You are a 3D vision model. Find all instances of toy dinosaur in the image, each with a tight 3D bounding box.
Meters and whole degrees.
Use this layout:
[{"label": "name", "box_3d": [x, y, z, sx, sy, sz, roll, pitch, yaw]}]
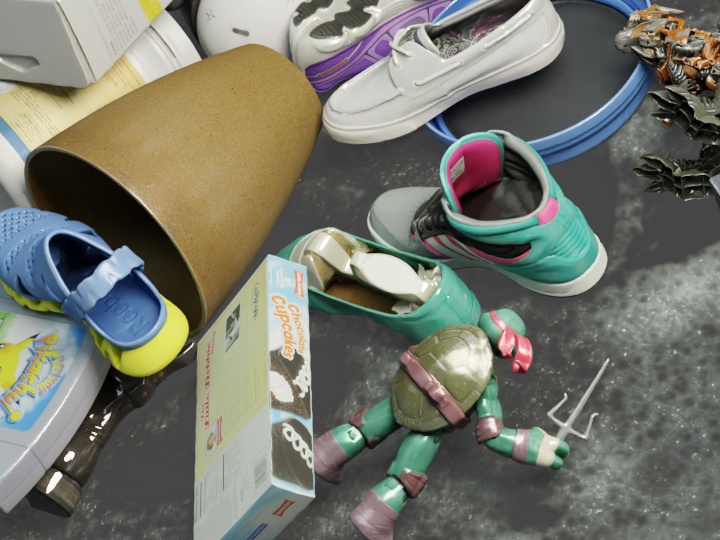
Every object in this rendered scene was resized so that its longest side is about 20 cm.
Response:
[{"label": "toy dinosaur", "box_3d": [0.265, -0.124, 1.309, 0.200, 0.102, 0.136, 18, 49, 40]}]

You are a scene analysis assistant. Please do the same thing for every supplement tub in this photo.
[{"label": "supplement tub", "box_3d": [-0.237, -0.128, 1.524, 0.200, 0.145, 0.145, -40, 45, -21]}]

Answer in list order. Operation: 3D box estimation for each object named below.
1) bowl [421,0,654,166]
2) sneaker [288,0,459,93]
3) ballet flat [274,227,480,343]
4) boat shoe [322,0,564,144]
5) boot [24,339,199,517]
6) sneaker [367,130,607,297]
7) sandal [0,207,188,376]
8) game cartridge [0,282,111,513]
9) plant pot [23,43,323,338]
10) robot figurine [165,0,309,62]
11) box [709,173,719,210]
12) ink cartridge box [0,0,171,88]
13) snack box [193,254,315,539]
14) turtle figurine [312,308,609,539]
[{"label": "bowl", "box_3d": [0.137, -0.161, 1.439, 0.200, 0.039, 0.201, -14, 49, 17]}, {"label": "sneaker", "box_3d": [0.025, -0.213, 1.521, 0.200, 0.084, 0.081, -29, 54, -19]}, {"label": "ballet flat", "box_3d": [0.000, 0.000, 1.356, 0.200, 0.070, 0.067, 18, 64, 37]}, {"label": "boat shoe", "box_3d": [0.057, -0.161, 1.406, 0.199, 0.069, 0.072, -18, 47, 13]}, {"label": "boot", "box_3d": [-0.239, 0.087, 1.415, 0.199, 0.069, 0.174, 21, 66, 26]}, {"label": "sneaker", "box_3d": [0.073, -0.049, 1.323, 0.199, 0.121, 0.084, 13, 60, 35]}, {"label": "sandal", "box_3d": [-0.208, -0.003, 1.335, 0.200, 0.087, 0.080, 26, 65, 35]}, {"label": "game cartridge", "box_3d": [-0.259, 0.081, 1.362, 0.133, 0.041, 0.200, 11, 56, 22]}, {"label": "plant pot", "box_3d": [-0.127, -0.083, 1.431, 0.186, 0.187, 0.200, 20, 55, 38]}, {"label": "robot figurine", "box_3d": [-0.097, -0.247, 1.569, 0.150, 0.125, 0.200, -32, 43, 2]}, {"label": "box", "box_3d": [0.339, 0.003, 1.088, 0.196, 0.200, 0.124, -26, 44, 5]}, {"label": "ink cartridge box", "box_3d": [-0.223, -0.244, 1.468, 0.145, 0.084, 0.200, 9, 48, 33]}, {"label": "snack box", "box_3d": [-0.076, 0.101, 1.295, 0.116, 0.037, 0.201, -49, 33, 40]}, {"label": "turtle figurine", "box_3d": [0.059, 0.089, 1.238, 0.200, 0.101, 0.150, -42, 38, 3]}]
